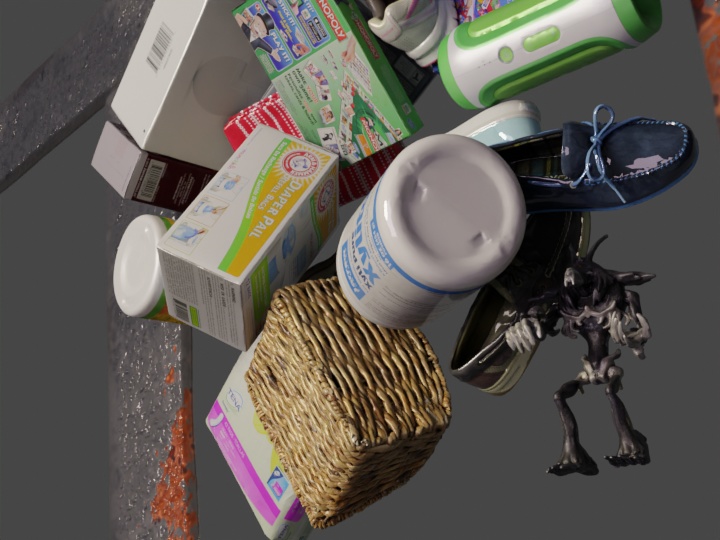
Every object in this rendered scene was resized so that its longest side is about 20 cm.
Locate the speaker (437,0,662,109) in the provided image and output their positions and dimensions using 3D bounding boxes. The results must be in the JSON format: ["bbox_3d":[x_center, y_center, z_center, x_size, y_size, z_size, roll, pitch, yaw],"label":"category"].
[{"bbox_3d":[0.169,-0.214,1.050,0.198,0.088,0.090,-19,66,37],"label":"speaker"}]

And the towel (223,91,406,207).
[{"bbox_3d":[-0.049,-0.136,1.269,0.198,0.022,0.146,-22,101,34],"label":"towel"}]

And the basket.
[{"bbox_3d":[-0.010,0.124,1.148,0.201,0.141,0.150,57,143,31],"label":"basket"}]

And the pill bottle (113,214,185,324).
[{"bbox_3d":[-0.168,0.009,1.304,0.110,0.198,0.113,-17,68,49],"label":"pill bottle"}]

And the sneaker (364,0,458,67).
[{"bbox_3d":[0.042,-0.311,1.164,0.081,0.087,0.204,-29,60,42],"label":"sneaker"}]

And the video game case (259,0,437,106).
[{"bbox_3d":[-0.026,-0.187,1.273,0.143,0.019,0.201,42,119,5],"label":"video game case"}]

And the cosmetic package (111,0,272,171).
[{"bbox_3d":[-0.154,-0.230,1.355,0.123,0.198,0.201,48,115,47],"label":"cosmetic package"}]

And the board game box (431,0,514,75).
[{"bbox_3d":[0.119,-0.315,1.178,0.134,0.044,0.204,-29,59,42],"label":"board game box"}]

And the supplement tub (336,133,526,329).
[{"bbox_3d":[0.057,-0.028,1.027,0.200,0.129,0.135,132,140,-70],"label":"supplement tub"}]

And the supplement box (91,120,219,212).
[{"bbox_3d":[-0.210,-0.112,1.388,0.109,0.198,0.062,39,109,46],"label":"supplement box"}]

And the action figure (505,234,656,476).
[{"bbox_3d":[0.189,0.062,0.952,0.117,0.102,0.204,-12,71,25],"label":"action figure"}]

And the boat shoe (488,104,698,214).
[{"bbox_3d":[0.186,-0.090,0.989,0.197,0.069,0.085,-15,52,27],"label":"boat shoe"}]

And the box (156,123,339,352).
[{"bbox_3d":[-0.110,-0.038,1.195,0.100,0.201,0.113,23,143,17],"label":"box"}]

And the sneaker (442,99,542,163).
[{"bbox_3d":[0.096,-0.084,1.123,0.199,0.073,0.083,-35,51,39],"label":"sneaker"}]

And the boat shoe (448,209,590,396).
[{"bbox_3d":[0.142,0.018,1.047,0.072,0.065,0.204,39,109,50],"label":"boat shoe"}]

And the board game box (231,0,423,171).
[{"bbox_3d":[-0.036,-0.207,1.181,0.133,0.029,0.202,-20,104,44],"label":"board game box"}]

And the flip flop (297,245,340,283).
[{"bbox_3d":[0.000,0.000,1.216,0.199,0.080,0.058,-32,74,47],"label":"flip flop"}]

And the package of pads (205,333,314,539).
[{"bbox_3d":[-0.085,0.170,1.271,0.156,0.067,0.200,-60,44,20],"label":"package of pads"}]
